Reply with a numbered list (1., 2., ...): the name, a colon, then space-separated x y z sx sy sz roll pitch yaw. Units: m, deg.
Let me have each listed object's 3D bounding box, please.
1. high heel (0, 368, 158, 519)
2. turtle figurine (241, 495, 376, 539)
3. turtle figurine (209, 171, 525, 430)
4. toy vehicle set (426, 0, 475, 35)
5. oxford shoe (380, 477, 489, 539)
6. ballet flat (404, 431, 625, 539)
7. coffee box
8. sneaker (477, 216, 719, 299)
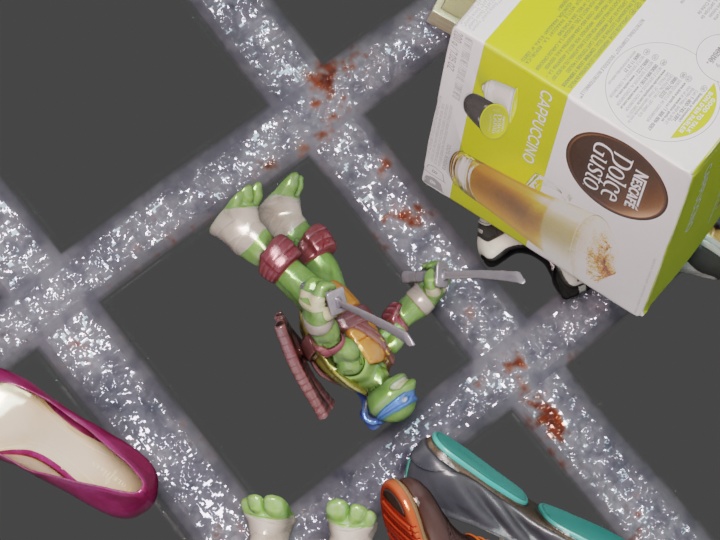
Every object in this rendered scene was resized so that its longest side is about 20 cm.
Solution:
1. high heel: -0.233 0.115 1.705 0.200 0.096 0.067 36 75 2
2. turtle figurine: -0.065 0.242 1.655 0.200 0.144 0.194 31 57 -29
3. turtle figurine: 0.000 0.000 1.733 0.144 0.200 0.194 -35 74 -29
4. toy vehicle set: 0.167 -0.202 1.872 0.200 0.027 0.124 29 75 0
5. oxford shoe: 0.075 0.207 1.699 0.072 0.071 0.200 -36 127 -8
6. ballet flat: 0.116 0.192 1.757 0.200 0.073 0.073 30 74 -6
7. coffee box: 0.188 -0.130 1.708 0.198 0.200 0.200 34 63 13
8. sneaker: 0.183 -0.014 1.812 0.200 0.076 0.088 16 81 6
